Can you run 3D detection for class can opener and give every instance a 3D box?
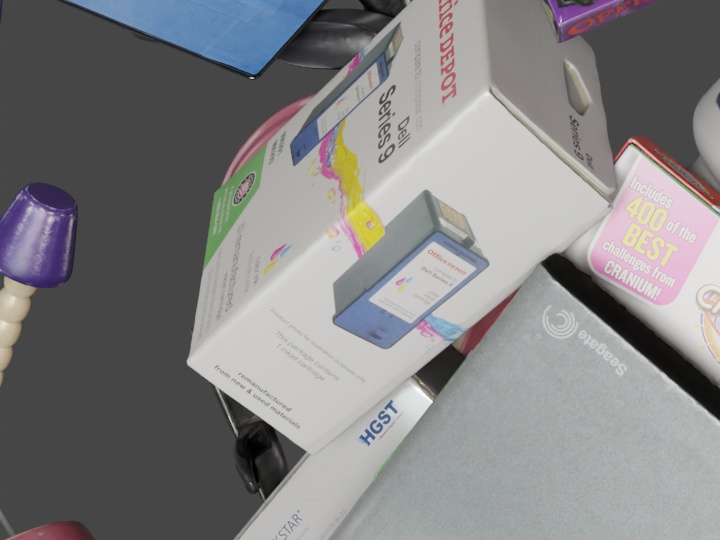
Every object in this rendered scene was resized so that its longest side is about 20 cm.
[{"bbox_3d":[-0.050,-0.147,0.845,0.198,0.078,0.064,14,100,32],"label":"can opener"}]

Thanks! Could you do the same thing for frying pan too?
[{"bbox_3d":[-0.068,0.074,0.851,0.031,0.190,0.116,-23,78,-8],"label":"frying pan"}]

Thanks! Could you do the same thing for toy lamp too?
[{"bbox_3d":[-0.224,0.040,0.962,0.058,0.058,0.202,31,111,13],"label":"toy lamp"}]

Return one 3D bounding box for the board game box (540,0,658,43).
[{"bbox_3d":[0.151,-0.189,0.647,0.198,0.032,0.121,-23,81,3],"label":"board game box"}]

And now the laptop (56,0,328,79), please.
[{"bbox_3d":[-0.078,-0.228,0.796,0.186,0.116,0.202,24,111,21],"label":"laptop"}]

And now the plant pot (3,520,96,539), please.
[{"bbox_3d":[-0.186,0.262,0.937,0.199,0.199,0.180,-37,72,25],"label":"plant pot"}]

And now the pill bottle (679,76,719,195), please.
[{"bbox_3d":[0.226,-0.072,0.718,0.111,0.111,0.200,45,115,7],"label":"pill bottle"}]

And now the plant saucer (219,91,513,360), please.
[{"bbox_3d":[0.000,0.000,0.863,0.198,0.051,0.204,6,105,22],"label":"plant saucer"}]

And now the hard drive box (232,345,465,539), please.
[{"bbox_3d":[0.051,0.158,0.802,0.200,0.077,0.156,44,111,9],"label":"hard drive box"}]

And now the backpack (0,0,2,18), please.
[{"bbox_3d":[-0.301,-0.151,0.896,0.198,0.154,0.193,17,101,24],"label":"backpack"}]

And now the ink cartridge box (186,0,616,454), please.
[{"bbox_3d":[0.016,-0.035,0.728,0.087,0.146,0.199,38,119,-24],"label":"ink cartridge box"}]

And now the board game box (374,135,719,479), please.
[{"bbox_3d":[0.123,0.066,0.701,0.153,0.040,0.201,40,107,11],"label":"board game box"}]

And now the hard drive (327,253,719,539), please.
[{"bbox_3d":[0.078,0.112,0.676,0.139,0.033,0.201,40,115,11],"label":"hard drive"}]
